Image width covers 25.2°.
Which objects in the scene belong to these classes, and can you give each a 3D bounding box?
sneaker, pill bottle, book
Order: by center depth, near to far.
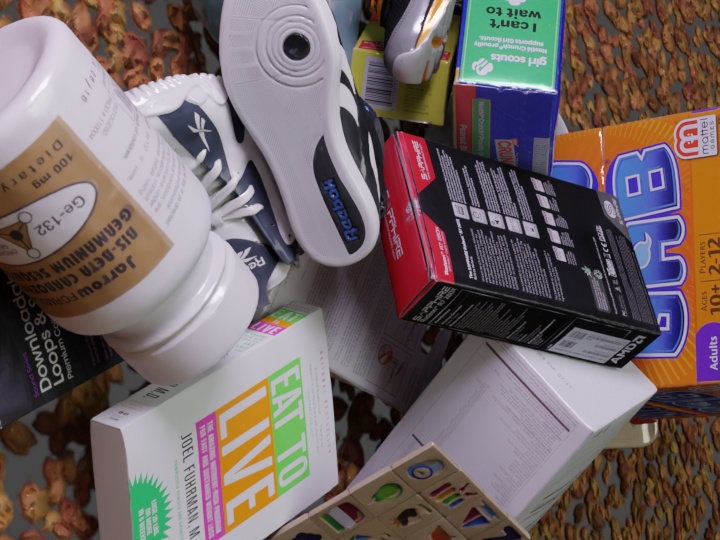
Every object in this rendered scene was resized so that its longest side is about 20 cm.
[{"bbox_3d":[-0.147,-0.031,0.887,0.200,0.114,0.115,51,45,-34],"label":"pill bottle"},{"bbox_3d":[-0.089,-0.041,1.000,0.199,0.079,0.131,19,54,-70],"label":"sneaker"},{"bbox_3d":[-0.034,-0.113,1.007,0.112,0.072,0.202,-77,155,-63],"label":"sneaker"},{"bbox_3d":[-0.091,0.115,1.021,0.200,0.048,0.135,-31,127,-49],"label":"book"},{"bbox_3d":[0.031,-0.207,1.094,0.079,0.076,0.201,107,-6,-51],"label":"sneaker"}]

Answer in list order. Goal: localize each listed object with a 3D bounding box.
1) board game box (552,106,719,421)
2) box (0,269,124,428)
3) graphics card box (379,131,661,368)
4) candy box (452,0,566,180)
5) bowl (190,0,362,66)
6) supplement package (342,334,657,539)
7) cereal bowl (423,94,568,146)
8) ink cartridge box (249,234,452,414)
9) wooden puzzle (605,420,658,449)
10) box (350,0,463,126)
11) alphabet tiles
[{"bbox_3d":[0.236,0.006,1.264,0.199,0.198,0.202,16,71,-53],"label":"board game box"},{"bbox_3d":[-0.180,-0.006,0.964,0.200,0.036,0.144,-31,107,-52],"label":"box"},{"bbox_3d":[0.104,-0.012,1.093,0.198,0.051,0.126,12,48,-31],"label":"graphics card box"},{"bbox_3d":[0.110,-0.164,1.169,0.170,0.076,0.202,86,9,-61],"label":"candy box"},{"bbox_3d":[-0.057,-0.223,1.091,0.201,0.104,0.203,3,90,-84],"label":"bowl"},{"bbox_3d":[0.097,0.125,1.162,0.114,0.200,0.109,47,33,16],"label":"supplement package"},{"bbox_3d":[0.106,-0.057,1.335,0.199,0.083,0.202,16,70,-52],"label":"cereal bowl"},{"bbox_3d":[0.000,0.000,1.167,0.200,0.050,0.162,35,73,-47],"label":"ink cartridge box"},{"bbox_3d":[0.232,0.074,1.514,0.199,0.046,0.187,6,77,-54],"label":"wooden puzzle"},{"bbox_3d":[0.038,-0.162,1.203,0.200,0.074,0.051,-68,166,-67],"label":"box"},{"bbox_3d":[0.033,0.208,1.114,0.200,0.166,0.008,46,20,-39],"label":"alphabet tiles"}]
